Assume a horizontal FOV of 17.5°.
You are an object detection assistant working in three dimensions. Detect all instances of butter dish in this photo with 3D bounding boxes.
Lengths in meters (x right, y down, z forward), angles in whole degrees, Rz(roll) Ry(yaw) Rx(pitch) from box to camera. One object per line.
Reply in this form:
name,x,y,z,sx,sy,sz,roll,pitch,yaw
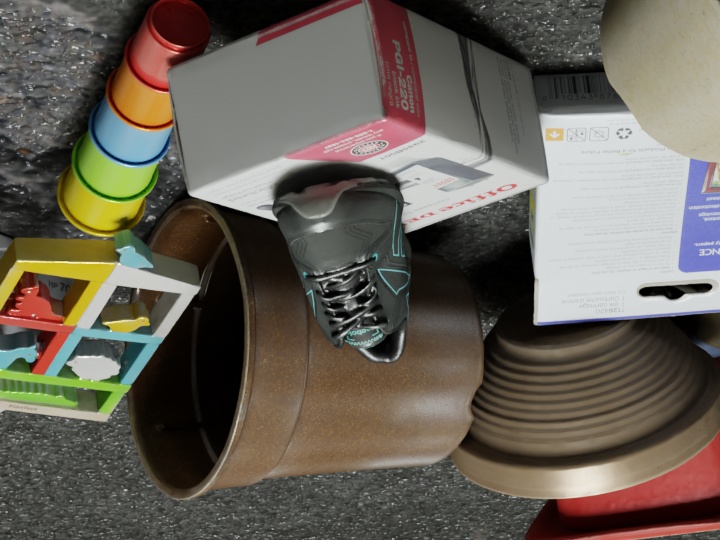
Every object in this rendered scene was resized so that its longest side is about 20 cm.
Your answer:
butter dish,0.225,0.112,1.781,0.198,0.149,0.200,-9,-167,26

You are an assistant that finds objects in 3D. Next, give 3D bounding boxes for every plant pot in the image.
plant pot,-0.034,0.059,1.606,0.197,0.201,0.200,4,152,-28
plant pot,0.224,-0.149,1.254,0.199,0.202,0.183,7,162,-18
plant pot,0.152,0.071,1.637,0.200,0.201,0.093,-9,115,11

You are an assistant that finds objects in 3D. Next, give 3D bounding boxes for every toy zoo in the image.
toy zoo,-0.193,0.034,1.557,0.131,0.021,0.200,8,141,-27

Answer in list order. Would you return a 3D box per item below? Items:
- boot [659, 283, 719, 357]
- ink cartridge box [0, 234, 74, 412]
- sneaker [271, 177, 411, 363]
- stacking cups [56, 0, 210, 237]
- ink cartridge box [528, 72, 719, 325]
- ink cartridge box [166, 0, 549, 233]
boot,0.242,0.021,1.671,0.097,0.075,0.199,-29,144,36
ink cartridge box,-0.315,0.048,1.660,0.146,0.086,0.199,23,143,-39
sneaker,0.000,0.000,1.392,0.075,0.080,0.200,-12,164,10
stacking cups,-0.137,-0.092,1.435,0.060,0.061,0.200,7,151,-18
ink cartridge box,0.209,-0.050,1.527,0.196,0.047,0.201,-4,141,-1
ink cartridge box,0.002,-0.085,1.393,0.145,0.085,0.200,-19,164,28
